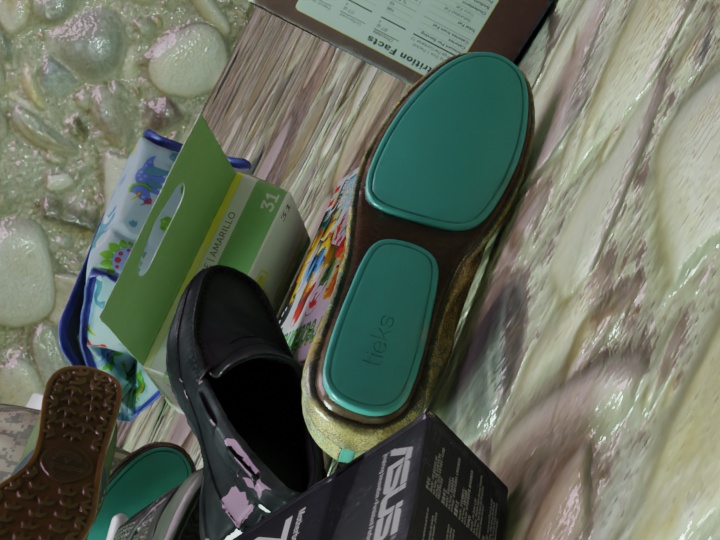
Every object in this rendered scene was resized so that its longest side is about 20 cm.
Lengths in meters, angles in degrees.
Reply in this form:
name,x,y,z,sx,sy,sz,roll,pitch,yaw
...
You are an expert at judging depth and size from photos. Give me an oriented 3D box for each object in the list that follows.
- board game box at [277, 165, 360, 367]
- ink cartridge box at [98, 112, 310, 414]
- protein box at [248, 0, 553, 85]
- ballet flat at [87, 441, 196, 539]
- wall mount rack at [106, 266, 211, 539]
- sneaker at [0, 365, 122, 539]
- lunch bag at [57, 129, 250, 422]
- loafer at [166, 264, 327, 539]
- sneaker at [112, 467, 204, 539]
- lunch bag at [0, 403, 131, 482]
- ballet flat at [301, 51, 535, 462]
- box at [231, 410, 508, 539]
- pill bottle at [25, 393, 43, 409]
name,x,y,z,sx,sy,sz,roll,pitch,yaw
board game box,0.000,0.000,1.166,0.127,0.034,0.200,-67,9,-12
ink cartridge box,-0.093,0.005,1.433,0.200,0.048,0.146,70,-137,-71
protein box,0.057,-0.226,1.160,0.201,0.134,0.199,-58,11,32
ballet flat,-0.163,0.204,1.448,0.201,0.068,0.067,-64,1,-17
wall mount rack,-0.098,0.103,1.300,0.175,0.074,0.200,-67,7,-20
sneaker,-0.191,0.153,1.370,0.201,0.067,0.090,-72,-3,-51
lunch bag,-0.176,0.010,1.931,0.201,0.127,0.171,107,180,-53
loafer,-0.049,0.062,1.083,0.071,0.068,0.201,-60,27,32
sneaker,-0.107,0.188,1.134,0.200,0.076,0.114,-62,6,-10
lunch bag,-0.249,0.200,1.616,0.140,0.167,0.201,-56,12,39
ballet flat,0.022,-0.005,0.974,0.071,0.070,0.201,-49,17,59
box,-0.032,0.155,0.716,0.161,0.049,0.200,-33,23,27
pill bottle,-0.311,0.222,2.109,0.201,0.112,0.112,-65,9,-13
